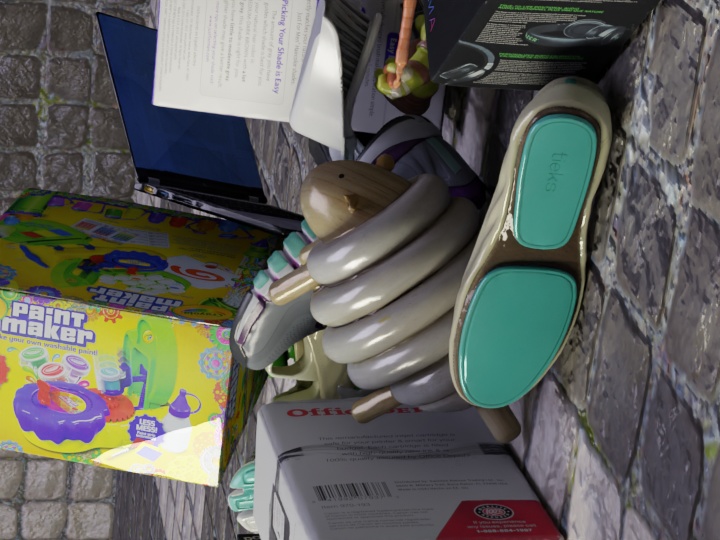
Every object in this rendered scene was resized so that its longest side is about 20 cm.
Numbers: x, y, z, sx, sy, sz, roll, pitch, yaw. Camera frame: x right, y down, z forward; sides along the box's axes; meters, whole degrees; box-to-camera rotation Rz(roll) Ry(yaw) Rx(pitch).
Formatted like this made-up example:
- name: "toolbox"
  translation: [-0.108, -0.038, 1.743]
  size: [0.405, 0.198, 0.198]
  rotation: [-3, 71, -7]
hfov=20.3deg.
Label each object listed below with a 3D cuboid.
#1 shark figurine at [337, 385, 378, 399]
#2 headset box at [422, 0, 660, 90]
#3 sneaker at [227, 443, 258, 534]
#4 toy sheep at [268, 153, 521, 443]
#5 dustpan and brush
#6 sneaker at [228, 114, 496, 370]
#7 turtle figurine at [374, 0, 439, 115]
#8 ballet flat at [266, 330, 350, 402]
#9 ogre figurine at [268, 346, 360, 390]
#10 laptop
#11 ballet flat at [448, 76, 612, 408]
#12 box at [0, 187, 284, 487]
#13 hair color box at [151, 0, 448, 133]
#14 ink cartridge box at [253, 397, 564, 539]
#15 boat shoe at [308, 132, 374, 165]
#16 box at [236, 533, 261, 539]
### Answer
- name: "shark figurine"
  translation: [0.028, 0.055, 1.330]
  size: [0.128, 0.089, 0.215]
  rotation: [-111, 24, -57]
- name: "headset box"
  translation: [0.098, -0.209, 1.023]
  size: [0.200, 0.093, 0.174]
  rotation: [129, 141, -69]
- name: "sneaker"
  translation: [-0.028, 0.194, 1.502]
  size: [0.091, 0.077, 0.200]
  rotation: [-80, -30, -54]
- name: "toy sheep"
  translation: [0.032, 0.019, 1.190]
  size: [0.200, 0.138, 0.138]
  rotation: [53, 173, -11]
- name: "dustpan and brush"
  translation: [-0.015, -0.105, 1.289]
  size: [0.140, 0.057, 0.200]
  rotation: [-81, 7, -57]
- name: "sneaker"
  translation: [0.000, 0.000, 1.272]
  size: [0.200, 0.088, 0.074]
  rotation: [-52, -17, 13]
- name: "turtle figurine"
  translation: [0.063, -0.168, 1.234]
  size: [0.161, 0.064, 0.200]
  rotation: [116, 177, -69]
- name: "ballet flat"
  translation: [-0.035, 0.075, 1.399]
  size: [0.069, 0.069, 0.200]
  rotation: [-110, 14, -59]
- name: "ogre figurine"
  translation: [-0.022, 0.075, 1.540]
  size: [0.200, 0.098, 0.120]
  rotation: [54, -171, -45]
- name: "laptop"
  translation: [-0.079, -0.097, 1.474]
  size: [0.187, 0.200, 0.116]
  rotation: [6, -79, -63]
- name: "ballet flat"
  translation: [0.093, -0.018, 1.099]
  size: [0.070, 0.069, 0.200]
  rotation: [-107, 28, -55]
- name: "box"
  translation: [-0.171, 0.041, 1.415]
  size: [0.193, 0.200, 0.122]
  rotation: [-67, -14, -68]
- name: "hair color box"
  translation: [-0.036, -0.159, 1.365]
  size: [0.065, 0.200, 0.109]
  rotation: [-77, -5, -67]
- name: "ink cartridge box"
  translation: [0.021, 0.152, 1.204]
  size: [0.200, 0.145, 0.084]
  rotation: [-121, 32, -67]
- name: "boat shoe"
  translation: [0.011, -0.087, 1.497]
  size: [0.072, 0.070, 0.201]
  rotation: [-58, 19, 19]
- name: "box"
  translation: [0.003, 0.253, 1.266]
  size: [0.200, 0.148, 0.125]
  rotation: [-133, 45, -73]
